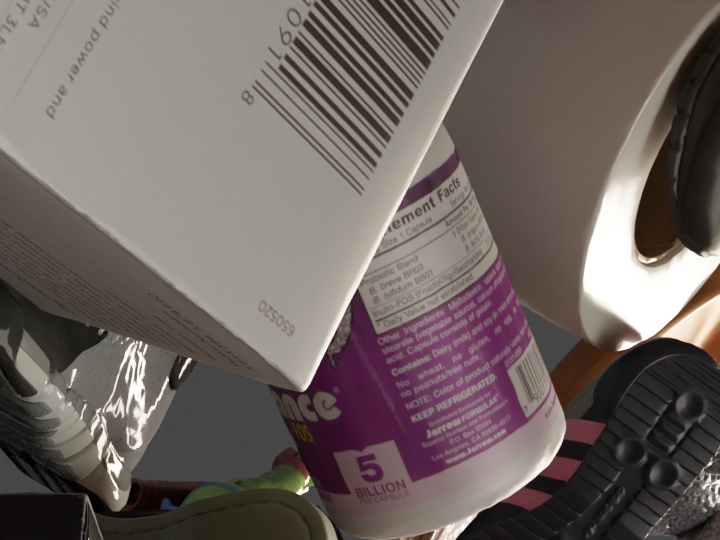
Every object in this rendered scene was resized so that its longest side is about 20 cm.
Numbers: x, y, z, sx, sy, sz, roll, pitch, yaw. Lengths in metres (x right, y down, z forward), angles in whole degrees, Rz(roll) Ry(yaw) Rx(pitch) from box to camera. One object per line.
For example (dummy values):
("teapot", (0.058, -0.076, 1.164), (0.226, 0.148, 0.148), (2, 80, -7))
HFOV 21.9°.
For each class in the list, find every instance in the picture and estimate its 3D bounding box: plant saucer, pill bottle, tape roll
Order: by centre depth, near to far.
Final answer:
("pill bottle", (0.000, 0.000, 0.766), (0.112, 0.112, 0.200), (-34, 107, -39))
("tape roll", (0.111, -0.079, 0.920), (0.203, 0.139, 0.203), (-40, 146, -34))
("plant saucer", (0.152, 0.068, 1.048), (0.200, 0.037, 0.200), (-36, 155, -20))

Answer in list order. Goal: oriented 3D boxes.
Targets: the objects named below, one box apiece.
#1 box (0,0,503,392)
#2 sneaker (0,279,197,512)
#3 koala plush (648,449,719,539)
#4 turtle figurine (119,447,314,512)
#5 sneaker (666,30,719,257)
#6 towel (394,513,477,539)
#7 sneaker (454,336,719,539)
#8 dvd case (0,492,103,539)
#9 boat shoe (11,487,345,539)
("box", (-0.068, -0.104, 0.535), (0.200, 0.131, 0.199), (42, 69, -46))
("sneaker", (-0.110, 0.013, 0.730), (0.116, 0.075, 0.200), (-56, 163, -18))
("koala plush", (0.222, 0.103, 1.248), (0.184, 0.177, 0.200), (-35, 155, -53))
("turtle figurine", (-0.014, 0.157, 0.907), (0.200, 0.144, 0.194), (-13, 159, -6))
("sneaker", (0.206, -0.090, 0.821), (0.200, 0.091, 0.076), (-62, 154, 6))
("towel", (0.051, 0.143, 1.085), (0.191, 0.032, 0.200), (-62, 170, 1))
("sneaker", (0.103, 0.114, 0.916), (0.200, 0.070, 0.082), (-44, -171, 8))
("dvd case", (-0.154, 0.127, 0.640), (0.200, 0.150, 0.025), (89, 1, -58))
("boat shoe", (-0.091, 0.127, 0.733), (0.061, 0.201, 0.072), (43, 46, -55))
